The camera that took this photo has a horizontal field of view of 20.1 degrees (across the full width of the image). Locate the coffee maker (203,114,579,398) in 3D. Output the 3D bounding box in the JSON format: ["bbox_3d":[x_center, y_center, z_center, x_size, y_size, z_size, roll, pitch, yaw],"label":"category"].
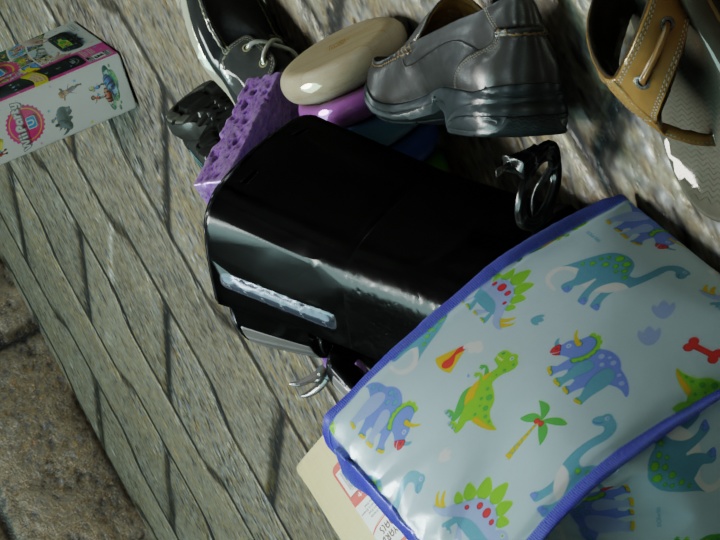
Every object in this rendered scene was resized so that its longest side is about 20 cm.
[{"bbox_3d":[0.023,-0.015,1.157,0.199,0.134,0.193,22,115,29],"label":"coffee maker"}]

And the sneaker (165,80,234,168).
[{"bbox_3d":[-0.092,-0.097,1.609,0.079,0.075,0.200,56,175,-23],"label":"sneaker"}]

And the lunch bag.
[{"bbox_3d":[0.102,0.080,0.999,0.170,0.199,0.128,43,153,50],"label":"lunch bag"}]

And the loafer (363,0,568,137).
[{"bbox_3d":[0.056,-0.115,1.112,0.200,0.072,0.073,-164,71,-65],"label":"loafer"}]

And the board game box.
[{"bbox_3d":[-0.344,-0.170,2.029,0.147,0.199,0.065,36,148,58],"label":"board game box"}]

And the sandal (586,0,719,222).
[{"bbox_3d":[0.127,-0.110,0.890,0.082,0.054,0.201,32,145,62],"label":"sandal"}]

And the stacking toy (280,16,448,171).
[{"bbox_3d":[0.030,-0.054,1.270,0.201,0.085,0.085,62,166,-19],"label":"stacking toy"}]

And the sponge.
[{"bbox_3d":[-0.033,-0.024,1.371,0.030,0.112,0.200,-11,129,31],"label":"sponge"}]

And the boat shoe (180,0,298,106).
[{"bbox_3d":[-0.063,-0.142,1.444,0.068,0.072,0.201,-34,80,55],"label":"boat shoe"}]

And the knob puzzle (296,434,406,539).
[{"bbox_3d":[0.062,0.159,1.407,0.219,0.030,0.221,4,97,40],"label":"knob puzzle"}]

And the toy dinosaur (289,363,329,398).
[{"bbox_3d":[-0.003,0.033,1.479,0.181,0.105,0.201,30,136,32],"label":"toy dinosaur"}]
